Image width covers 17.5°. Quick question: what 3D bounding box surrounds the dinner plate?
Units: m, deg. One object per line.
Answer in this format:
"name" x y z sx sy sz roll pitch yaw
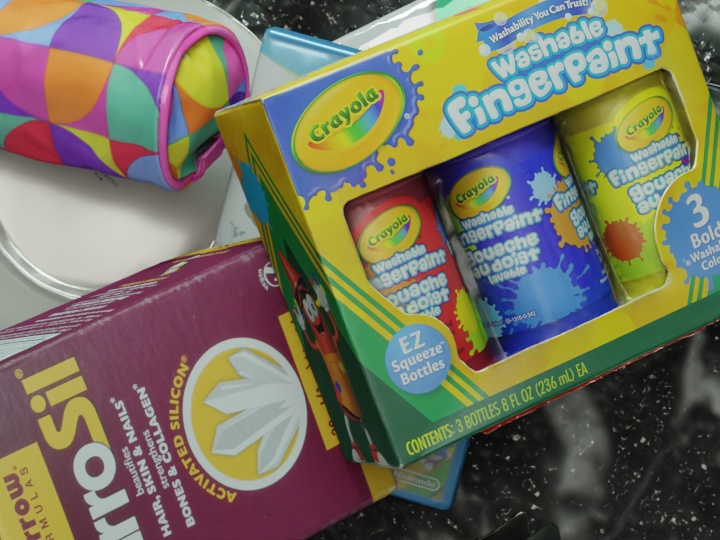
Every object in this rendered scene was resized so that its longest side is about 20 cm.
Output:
"dinner plate" -0.123 -0.047 1.156 0.199 0.024 0.201 -1 81 3

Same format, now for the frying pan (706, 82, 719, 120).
"frying pan" 0.159 -0.069 1.104 0.114 0.031 0.191 8 100 -5

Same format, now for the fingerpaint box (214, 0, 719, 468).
"fingerpaint box" 0.062 -0.030 1.021 0.199 0.073 0.168 -23 97 -19

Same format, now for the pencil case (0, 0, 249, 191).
"pencil case" -0.151 -0.092 1.102 0.199 0.088 0.089 13 83 27

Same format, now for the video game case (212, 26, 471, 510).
"video game case" 0.000 0.000 1.110 0.142 0.018 0.201 16 102 7

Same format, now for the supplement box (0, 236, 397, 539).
"supplement box" -0.102 0.077 1.024 0.199 0.103 0.132 -26 100 -36

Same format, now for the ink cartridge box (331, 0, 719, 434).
"ink cartridge box" 0.084 -0.046 1.128 0.160 0.050 0.201 -26 79 1

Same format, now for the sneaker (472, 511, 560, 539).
"sneaker" 0.002 0.173 1.069 0.199 0.060 0.105 -3 91 -25
